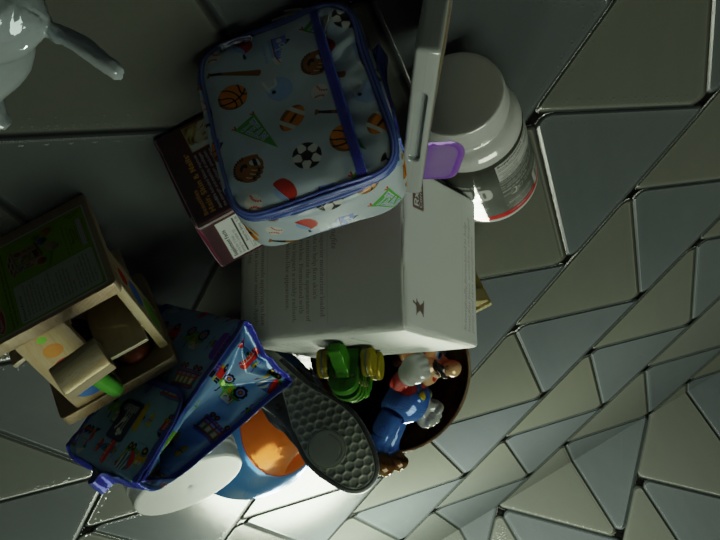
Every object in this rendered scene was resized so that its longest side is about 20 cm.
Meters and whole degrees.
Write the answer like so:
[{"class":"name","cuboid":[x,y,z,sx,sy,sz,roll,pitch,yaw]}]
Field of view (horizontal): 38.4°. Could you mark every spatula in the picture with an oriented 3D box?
[{"class":"spatula","cuboid":[0.004,-0.083,0.938,0.200,0.021,0.057,-18,152,-22]}]

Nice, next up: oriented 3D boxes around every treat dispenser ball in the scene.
[{"class":"treat dispenser ball","cuboid":[-0.146,0.187,1.305,0.201,0.201,0.201,-24,153,-13]}]

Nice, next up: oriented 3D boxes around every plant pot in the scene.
[{"class":"plant pot","cuboid":[0.012,0.114,1.332,0.187,0.200,0.187,-5,102,-24]}]

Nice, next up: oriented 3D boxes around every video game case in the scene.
[{"class":"video game case","cuboid":[0.062,-0.198,0.878,0.023,0.200,0.182,9,149,3]}]

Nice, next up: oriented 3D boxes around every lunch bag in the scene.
[{"class":"lunch bag","cuboid":[-0.193,0.140,1.019,0.200,0.150,0.094,-50,125,-27]},{"class":"lunch bag","cuboid":[-0.046,-0.128,0.862,0.160,0.200,0.076,-19,153,7]}]

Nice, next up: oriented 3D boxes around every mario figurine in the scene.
[{"class":"mario figurine","cuboid":[0.071,0.143,1.189,0.106,0.123,0.200,19,97,-16]}]

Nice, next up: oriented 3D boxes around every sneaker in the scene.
[{"class":"sneaker","cuboid":[-0.046,0.171,1.143,0.077,0.202,0.146,-43,159,-7]}]

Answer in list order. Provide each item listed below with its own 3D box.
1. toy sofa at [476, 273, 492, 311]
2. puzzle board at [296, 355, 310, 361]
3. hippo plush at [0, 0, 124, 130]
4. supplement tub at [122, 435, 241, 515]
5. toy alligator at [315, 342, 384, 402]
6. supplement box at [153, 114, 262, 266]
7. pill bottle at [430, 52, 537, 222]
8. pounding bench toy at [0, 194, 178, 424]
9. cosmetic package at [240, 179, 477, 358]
[{"class":"toy sofa","cuboid":[0.100,0.005,1.374,0.097,0.083,0.200,-28,154,7]},{"class":"puzzle board","cuboid":[0.019,0.081,1.498,0.200,0.017,0.151,-36,153,13]},{"class":"hippo plush","cuboid":[-0.262,-0.178,0.658,0.200,0.160,0.161,-6,178,-15]},{"class":"supplement tub","cuboid":[-0.229,0.157,1.165,0.132,0.200,0.132,-24,153,-13]},{"class":"toy alligator","cuboid":[-0.004,0.115,1.099,0.059,0.054,0.200,-3,168,11]},{"class":"supplement box","cuboid":[-0.074,-0.107,0.965,0.200,0.110,0.086,-28,153,-4]},{"class":"pill bottle","cuboid":[0.122,-0.139,1.107,0.114,0.114,0.200,-32,153,4]},{"class":"pounding bench toy","cuboid":[-0.251,0.067,0.953,0.124,0.200,0.156,-29,140,-3]},{"class":"cosmetic package","cuboid":[0.000,0.000,1.086,0.200,0.165,0.165,-7,166,30]}]
